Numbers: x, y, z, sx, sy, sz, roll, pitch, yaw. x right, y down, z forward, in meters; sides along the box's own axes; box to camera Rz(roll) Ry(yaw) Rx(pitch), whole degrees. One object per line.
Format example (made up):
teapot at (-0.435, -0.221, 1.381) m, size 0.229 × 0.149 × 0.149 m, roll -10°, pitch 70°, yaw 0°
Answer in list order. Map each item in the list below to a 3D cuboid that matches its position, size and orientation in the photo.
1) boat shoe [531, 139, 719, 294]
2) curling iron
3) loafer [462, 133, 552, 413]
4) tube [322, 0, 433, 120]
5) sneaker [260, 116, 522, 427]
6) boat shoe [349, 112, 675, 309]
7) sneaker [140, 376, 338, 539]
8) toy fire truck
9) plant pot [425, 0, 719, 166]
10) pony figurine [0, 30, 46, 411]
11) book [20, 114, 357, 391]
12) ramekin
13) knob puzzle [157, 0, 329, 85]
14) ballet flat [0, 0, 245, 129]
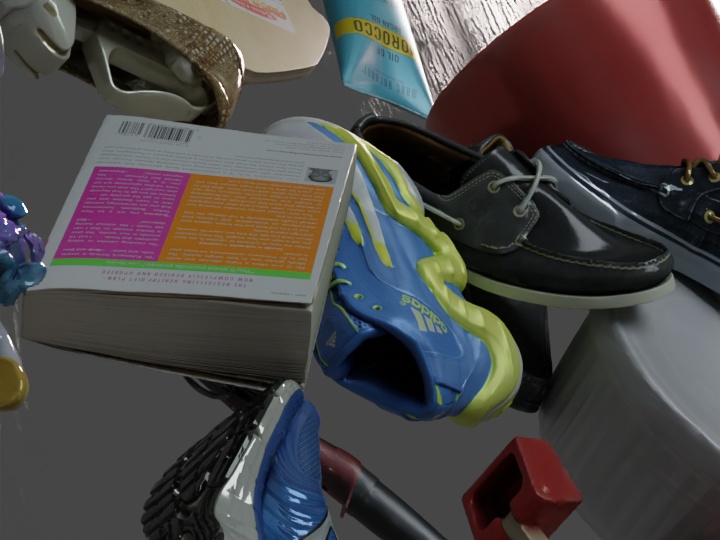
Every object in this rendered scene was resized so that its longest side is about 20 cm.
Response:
boat shoe at (0.199, -0.043, 1.404) m, size 0.200 × 0.091 × 0.071 m, roll 28°, pitch 12°, yaw 0°
curling iron at (-0.008, 0.100, 1.158) m, size 0.200 × 0.026 × 0.050 m, roll 41°, pitch 2°, yaw 1°
loafer at (0.073, -0.003, 1.397) m, size 0.073 × 0.072 × 0.200 m, roll 24°, pitch 29°, yaw -32°
tube at (0.003, -0.169, 1.625) m, size 0.077 × 0.050 × 0.201 m, roll 16°, pitch 37°, yaw -27°
sneaker at (0.000, 0.000, 1.287) m, size 0.200 × 0.076 × 0.105 m, roll 47°, pitch 26°, yaw 14°
boat shoe at (0.077, -0.030, 1.333) m, size 0.199 × 0.068 × 0.072 m, roll 20°, pitch 30°, yaw 27°
sneaker at (-0.041, 0.124, 1.037) m, size 0.089 × 0.078 × 0.200 m, roll 42°, pitch 29°, yaw -19°
toy fire truck at (0.145, 0.178, 1.219) m, size 0.141 × 0.049 × 0.200 m, roll 15°, pitch 35°, yaw -42°
plant pot at (0.169, -0.071, 1.528) m, size 0.178 × 0.200 × 0.200 m, roll 57°, pitch 28°, yaw 13°
pony figurine at (-0.200, -0.027, 0.998) m, size 0.194 × 0.166 × 0.200 m, roll 62°, pitch 4°, yaw -37°
book at (-0.078, -0.018, 1.192) m, size 0.133 × 0.048 × 0.200 m, roll 8°, pitch 27°, yaw 3°
ramekin at (0.187, 0.097, 1.362) m, size 0.202 × 0.094 × 0.203 m, roll 31°, pitch 26°, yaw -16°
knob puzzle at (-0.102, -0.169, 1.488) m, size 0.219 × 0.030 × 0.220 m, roll 32°, pitch 25°, yaw -17°
ballet flat at (-0.144, -0.124, 1.314) m, size 0.199 × 0.071 × 0.066 m, roll 21°, pitch 44°, yaw -28°
